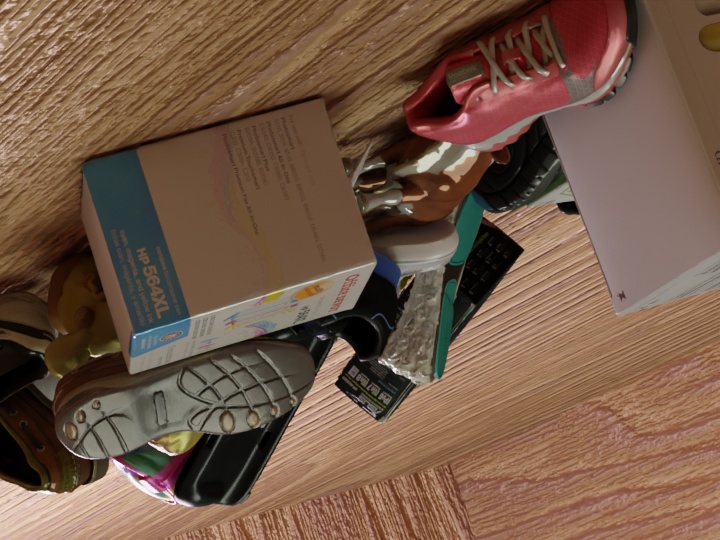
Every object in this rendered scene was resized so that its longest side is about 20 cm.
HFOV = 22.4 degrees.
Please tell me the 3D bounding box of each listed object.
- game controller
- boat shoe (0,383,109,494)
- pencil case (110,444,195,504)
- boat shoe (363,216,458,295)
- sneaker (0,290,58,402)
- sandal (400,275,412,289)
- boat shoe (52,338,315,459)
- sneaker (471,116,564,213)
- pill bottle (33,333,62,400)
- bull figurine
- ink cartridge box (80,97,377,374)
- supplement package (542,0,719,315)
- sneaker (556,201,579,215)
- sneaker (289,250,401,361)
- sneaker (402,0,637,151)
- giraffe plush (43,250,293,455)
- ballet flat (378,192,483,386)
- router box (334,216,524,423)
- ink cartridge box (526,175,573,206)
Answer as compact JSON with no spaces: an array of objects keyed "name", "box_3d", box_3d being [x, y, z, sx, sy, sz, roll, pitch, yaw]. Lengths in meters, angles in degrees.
[{"name":"game controller","box_3d":[-0.086,0.111,1.508,0.104,0.042,0.201,10,113,-54]},{"name":"boat shoe","box_3d":[-0.291,0.124,1.462,0.199,0.073,0.068,16,-154,40]},{"name":"pencil case","box_3d":[-0.133,0.100,1.547,0.201,0.088,0.088,-55,173,-10]},{"name":"boat shoe","box_3d":[0.000,0.000,1.521,0.199,0.069,0.072,-8,-161,31]},{"name":"sneaker","box_3d":[-0.331,0.084,1.425,0.199,0.076,0.088,-26,-147,0]},{"name":"sandal","box_3d":[-0.027,0.005,1.673,0.199,0.080,0.087,-30,-161,21]},{"name":"boat shoe","box_3d":[-0.132,0.079,1.344,0.198,0.076,0.072,-8,-150,-19]},{"name":"sneaker","box_3d":[0.157,-0.102,1.434,0.081,0.074,0.200,-13,168,-36]},{"name":"pill bottle","box_3d":[-0.233,0.092,1.592,0.199,0.117,0.116,-10,166,-38]},{"name":"bull figurine","box_3d":[0.044,-0.074,1.405,0.121,0.066,0.200,-14,167,-12]},{"name":"ink cartridge box","box_3d":[-0.083,-0.025,1.270,0.199,0.126,0.129,-16,168,-12]},{"name":"supplement package","box_3d":[0.221,-0.095,1.249,0.110,0.201,0.156,-14,167,-28]},{"name":"sneaker","box_3d":[0.237,-0.088,1.626,0.083,0.077,0.200,-18,168,-24]},{"name":"sneaker","box_3d":[-0.048,0.004,1.401,0.199,0.078,0.070,26,149,-32]},{"name":"sneaker","box_3d":[0.104,-0.131,1.218,0.086,0.074,0.200,-5,161,-38]},{"name":"giraffe plush","box_3d":[-0.177,0.042,1.420,0.199,0.174,0.162,-14,152,37]},{"name":"ballet flat","box_3d":[0.057,-0.004,1.542,0.071,0.202,0.072,14,-179,0]},{"name":"router box","box_3d":[0.067,0.041,1.695,0.150,0.062,0.200,-54,175,23]},{"name":"ink cartridge box","box_3d":[0.195,-0.101,1.533,0.103,0.060,0.200,-9,165,-41]}]
